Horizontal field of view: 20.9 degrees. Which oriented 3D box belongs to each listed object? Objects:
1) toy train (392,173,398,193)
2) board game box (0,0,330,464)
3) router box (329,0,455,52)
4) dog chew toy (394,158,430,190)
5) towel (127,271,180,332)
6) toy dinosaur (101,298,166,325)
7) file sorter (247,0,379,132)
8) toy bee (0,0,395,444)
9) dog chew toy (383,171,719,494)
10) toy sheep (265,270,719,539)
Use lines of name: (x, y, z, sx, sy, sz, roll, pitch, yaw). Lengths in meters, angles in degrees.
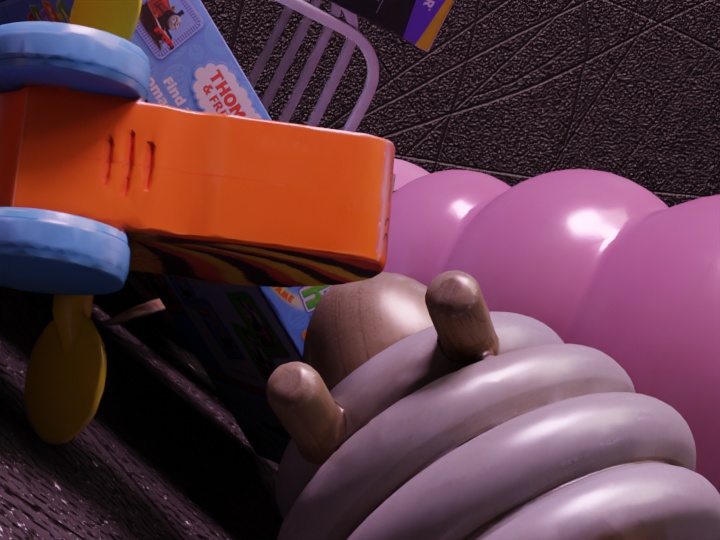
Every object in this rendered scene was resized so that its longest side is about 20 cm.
toy train: (0.000, 0.000, 0.850, 0.045, 0.034, 0.200, 22, 22, -2)
board game box: (-0.051, -0.016, 0.664, 0.201, 0.036, 0.151, 59, -16, -15)
router box: (-0.031, -0.169, 0.816, 0.156, 0.052, 0.200, 26, 18, -9)
dog chew toy: (0.035, 0.026, 1.215, 0.200, 0.124, 0.124, 53, 8, 24)
towel: (-0.096, -0.019, 0.929, 0.200, 0.035, 0.132, 46, 5, 34)
toy dinosaur: (-0.022, 0.042, 0.816, 0.200, 0.060, 0.106, 41, 6, -24)
file sorter: (-0.082, -0.095, 0.828, 0.138, 0.125, 0.200, 23, 18, -18)
toy bee: (-0.096, -0.032, 0.540, 0.199, 0.132, 0.109, 31, -18, -14)
dog chew toy: (0.081, 0.022, 0.667, 0.199, 0.125, 0.124, 22, -8, 32)
toy sheep: (0.041, 0.082, 0.538, 0.201, 0.137, 0.138, 62, 13, 28)
